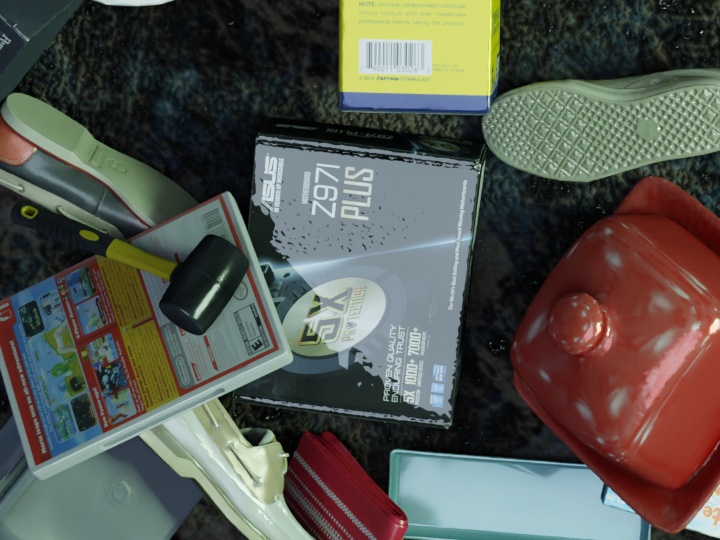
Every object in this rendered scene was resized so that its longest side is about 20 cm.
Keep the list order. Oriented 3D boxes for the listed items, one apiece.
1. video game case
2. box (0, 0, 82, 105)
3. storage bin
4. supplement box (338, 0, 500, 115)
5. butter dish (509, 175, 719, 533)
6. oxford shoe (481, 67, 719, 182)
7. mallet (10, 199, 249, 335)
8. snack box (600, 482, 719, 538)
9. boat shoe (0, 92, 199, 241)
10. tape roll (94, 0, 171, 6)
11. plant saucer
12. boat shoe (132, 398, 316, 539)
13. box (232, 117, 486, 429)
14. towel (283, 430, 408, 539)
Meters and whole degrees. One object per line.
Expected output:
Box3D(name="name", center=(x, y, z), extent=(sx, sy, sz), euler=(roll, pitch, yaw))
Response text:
Box3D(name="video game case", center=(-0.158, 0.045, 1.643), extent=(0.199, 0.017, 0.144), euler=(-25, 60, 6))
Box3D(name="box", center=(-0.320, -0.185, 1.648), extent=(0.182, 0.104, 0.200), euler=(44, 129, -4))
Box3D(name="storage bin", center=(-0.199, 0.152, 1.728), extent=(0.134, 0.145, 0.200), euler=(42, 79, -14))
Box3D(name="supplement box", center=(0.043, -0.216, 1.636), extent=(0.109, 0.109, 0.201), euler=(2, 103, 6))
Box3D(name="butter dish", center=(0.183, 0.048, 1.628), extent=(0.199, 0.148, 0.200), euler=(44, 107, 36))
Box3D(name="oxford shoe", center=(0.185, -0.108, 1.676), extent=(0.199, 0.058, 0.076), euler=(-5, 109, 22))
Box3D(name="mallet", center=(-0.173, -0.005, 1.643), extent=(0.199, 0.041, 0.066), euler=(13, 63, 29))
Box3D(name="snack box", center=(0.287, 0.142, 1.716), extent=(0.199, 0.037, 0.117), euler=(16, 92, 2))
Box3D(name="boat shoe", center=(-0.190, -0.051, 1.717), extent=(0.199, 0.071, 0.063), euler=(33, 114, -6))
Box3D(name="tape roll", center=(-0.158, -0.289, 1.662), extent=(0.201, 0.071, 0.204), euler=(1, 103, 5))
Box3D(name="plant saucer", center=(0.120, 0.173, 1.761), extent=(0.199, 0.019, 0.070), euler=(4, 103, 6))
Box3D(name="boat shoe", center=(-0.083, 0.143, 1.673), extent=(0.068, 0.075, 0.200), euler=(-47, 112, -7))
Box3D(name="box", center=(0.000, 0.000, 1.700), extent=(0.163, 0.086, 0.201), euler=(8, 103, 5))
Box3D(name="towel", center=(-0.039, 0.234, 1.740), extent=(0.022, 0.145, 0.201), euler=(14, 107, -36))
